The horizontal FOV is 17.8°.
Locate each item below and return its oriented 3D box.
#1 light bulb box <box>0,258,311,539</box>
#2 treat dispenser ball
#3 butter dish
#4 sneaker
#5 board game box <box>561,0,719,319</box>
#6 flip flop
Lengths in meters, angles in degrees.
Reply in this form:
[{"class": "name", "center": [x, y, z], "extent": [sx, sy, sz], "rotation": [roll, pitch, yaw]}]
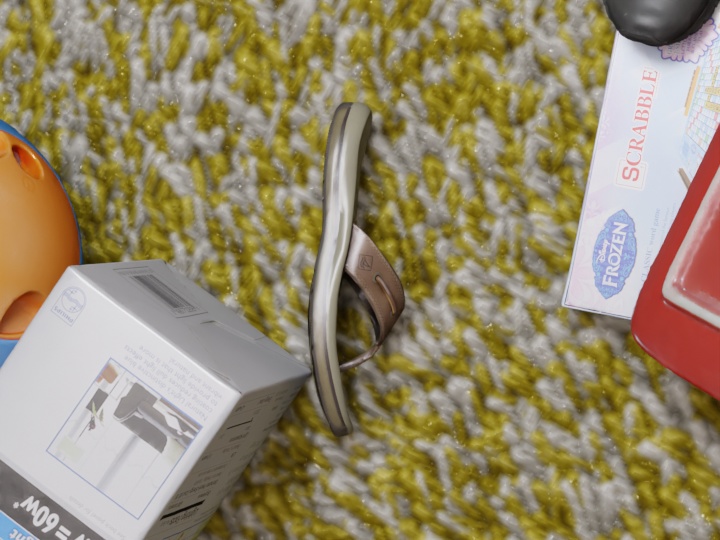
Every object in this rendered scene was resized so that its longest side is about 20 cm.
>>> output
[{"class": "light bulb box", "center": [-0.148, 0.110, 1.337], "extent": [0.125, 0.198, 0.200], "rotation": [36, 97, 8]}, {"class": "treat dispenser ball", "center": [-0.265, -0.003, 1.364], "extent": [0.200, 0.201, 0.202], "rotation": [0, 90, 13]}, {"class": "butter dish", "center": [0.275, -0.003, 1.238], "extent": [0.200, 0.148, 0.200], "rotation": [33, 99, 52]}, {"class": "sneaker", "center": [0.183, -0.224, 1.299], "extent": [0.076, 0.091, 0.201], "rotation": [14, 74, 13]}, {"class": "board game box", "center": [0.234, -0.057, 1.334], "extent": [0.199, 0.041, 0.201], "rotation": [12, 92, 12]}, {"class": "flip flop", "center": [0.000, 0.000, 1.375], "extent": [0.057, 0.081, 0.201], "rotation": [6, 85, -2]}]
